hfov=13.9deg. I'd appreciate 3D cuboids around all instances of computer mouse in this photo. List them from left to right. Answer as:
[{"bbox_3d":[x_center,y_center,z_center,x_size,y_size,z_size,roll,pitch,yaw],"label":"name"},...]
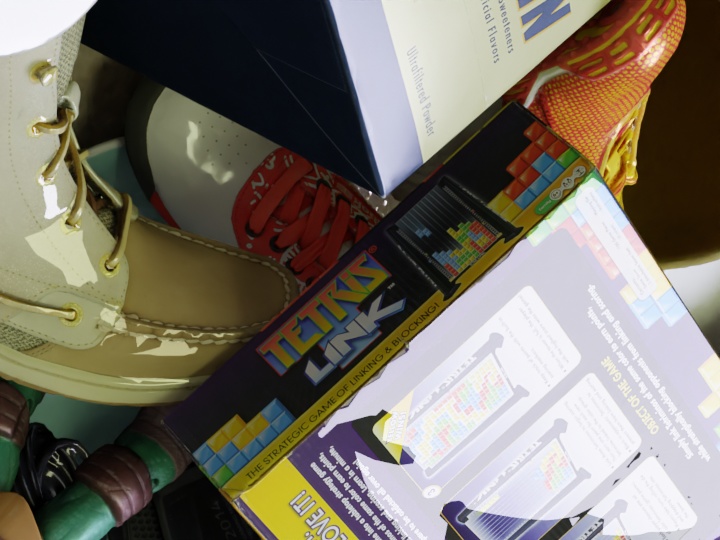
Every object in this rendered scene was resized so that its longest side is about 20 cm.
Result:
[{"bbox_3d":[-0.057,0.108,1.149,0.200,0.053,0.139,-19,82,-49],"label":"computer mouse"}]

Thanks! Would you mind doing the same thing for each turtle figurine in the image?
[{"bbox_3d":[-0.130,0.096,1.002,0.101,0.150,0.200,-43,-168,49],"label":"turtle figurine"}]

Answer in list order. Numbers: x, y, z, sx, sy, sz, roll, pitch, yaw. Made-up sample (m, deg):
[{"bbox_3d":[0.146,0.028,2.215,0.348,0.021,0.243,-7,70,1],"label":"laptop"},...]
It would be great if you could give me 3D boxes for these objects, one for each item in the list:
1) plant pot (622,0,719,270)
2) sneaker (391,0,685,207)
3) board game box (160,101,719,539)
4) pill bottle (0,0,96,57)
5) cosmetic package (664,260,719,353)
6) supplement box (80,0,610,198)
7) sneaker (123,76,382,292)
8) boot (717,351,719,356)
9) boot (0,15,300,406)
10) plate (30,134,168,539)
[{"bbox_3d":[0.098,-0.119,1.157,0.142,0.200,0.200,-65,147,-33],"label":"plant pot"},{"bbox_3d":[0.078,-0.053,1.066,0.073,0.077,0.200,-50,-179,-24],"label":"sneaker"},{"bbox_3d":[0.048,0.063,1.047,0.165,0.057,0.200,-41,134,-4],"label":"board game box"},{"bbox_3d":[-0.155,-0.132,0.846,0.111,0.200,0.111,-24,128,-35],"label":"pill bottle"},{"bbox_3d":[0.116,-0.016,1.276,0.200,0.113,0.081,-57,139,-8],"label":"cosmetic package"},{"bbox_3d":[-0.006,-0.164,0.988,0.200,0.200,0.134,-41,138,-24],"label":"supplement box"},{"bbox_3d":[0.001,0.000,1.106,0.067,0.108,0.202,-49,126,-18],"label":"sneaker"},{"bbox_3d":[0.143,0.046,1.212,0.132,0.070,0.200,-39,142,-25],"label":"boot"},{"bbox_3d":[-0.100,-0.041,0.975,0.199,0.072,0.155,12,125,-12],"label":"boot"},{"bbox_3d":[-0.104,0.038,1.138,0.200,0.026,0.201,-25,128,-37],"label":"plate"}]
